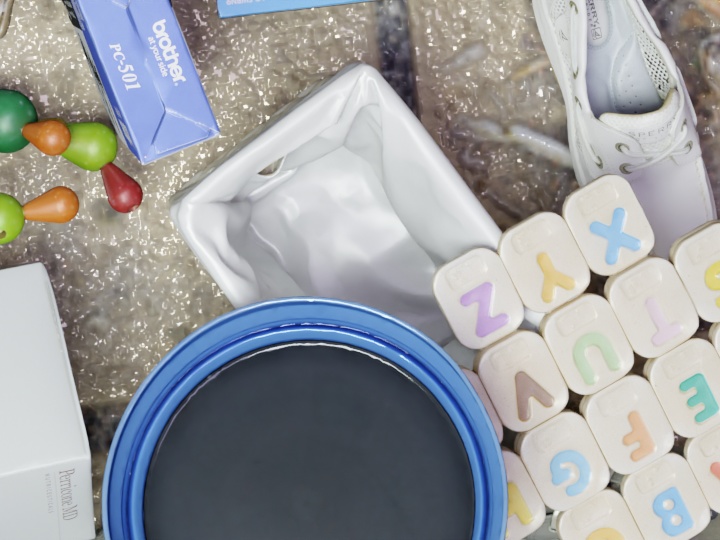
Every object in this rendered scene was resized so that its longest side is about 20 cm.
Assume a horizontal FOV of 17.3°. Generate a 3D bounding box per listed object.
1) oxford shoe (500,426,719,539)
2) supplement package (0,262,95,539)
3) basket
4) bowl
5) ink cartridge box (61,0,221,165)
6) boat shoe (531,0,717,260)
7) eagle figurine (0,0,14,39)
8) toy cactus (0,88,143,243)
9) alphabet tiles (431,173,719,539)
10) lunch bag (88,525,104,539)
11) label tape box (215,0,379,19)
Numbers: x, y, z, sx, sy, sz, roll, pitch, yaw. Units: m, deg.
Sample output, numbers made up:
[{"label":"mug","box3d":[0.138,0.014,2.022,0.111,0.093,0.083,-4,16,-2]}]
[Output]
[{"label":"oxford shoe","box3d":[0.127,0.118,1.294,0.199,0.058,0.076,10,89,-2]},{"label":"supplement package","box3d":[-0.246,0.089,1.225,0.199,0.117,0.118,-12,63,-11]},{"label":"basket","box3d":[0.000,0.000,1.279,0.135,0.123,0.200,-37,103,-4]},{"label":"bowl","box3d":[-0.026,0.114,1.174,0.200,0.039,0.202,-1,77,3]},{"label":"ink cartridge box","box3d":[-0.116,-0.112,1.204,0.044,0.200,0.094,-22,101,-6]},{"label":"boat shoe","box3d":[0.152,-0.083,1.323,0.071,0.069,0.201,-26,102,-8]},{"label":"eagle figurine","box3d":[-0.250,-0.203,1.203,0.200,0.152,0.151,30,105,-16]},{"label":"toy cactus","box3d":[-0.229,-0.065,1.259,0.199,0.102,0.166,-19,81,-5]},{"label":"alphabet tiles","box3d":[0.129,0.059,1.242,0.199,0.015,0.196,-29,102,-7]},{"label":"lunch bag","box3d":[-0.076,0.182,1.275,0.200,0.168,0.140,-37,138,-5]},{"label":"label tape box","box3d":[-0.024,-0.243,1.273,0.143,0.063,0.201,-7,98,-10]}]
